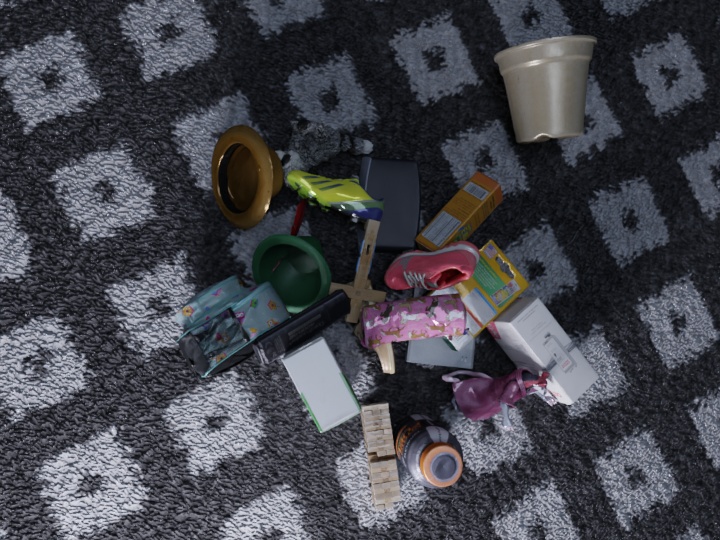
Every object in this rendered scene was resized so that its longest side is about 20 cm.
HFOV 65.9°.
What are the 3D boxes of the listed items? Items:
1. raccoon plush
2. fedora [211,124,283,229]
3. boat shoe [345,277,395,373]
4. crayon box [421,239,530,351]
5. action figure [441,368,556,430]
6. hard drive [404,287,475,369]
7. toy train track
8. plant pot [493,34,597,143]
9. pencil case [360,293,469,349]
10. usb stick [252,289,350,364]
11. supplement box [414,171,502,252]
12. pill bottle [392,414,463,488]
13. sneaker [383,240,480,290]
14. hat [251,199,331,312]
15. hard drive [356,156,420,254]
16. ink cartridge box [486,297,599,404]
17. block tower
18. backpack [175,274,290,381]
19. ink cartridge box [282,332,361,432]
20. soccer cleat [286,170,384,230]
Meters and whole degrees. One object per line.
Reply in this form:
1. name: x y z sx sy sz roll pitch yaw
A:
1. raccoon plush: -0.078 -0.218 1.111 0.200 0.097 0.134 11 91 -7
2. fedora: -0.207 -0.179 1.069 0.082 0.201 0.201 -15 88 -46
3. boat shoe: 0.018 0.115 1.113 0.064 0.071 0.200 -18 79 -4
4. crayon box: 0.223 0.050 1.117 0.200 0.052 0.126 -41 92 -8
5. action figure: 0.285 0.227 1.086 0.134 0.200 0.149 -11 69 -46
6. hard drive: 0.172 0.095 1.149 0.139 0.033 0.200 7 85 -7
7. toy train track: 0.000 0.000 1.071 0.115 0.033 0.200 11 95 -21
8. plant pot: 0.382 -0.361 1.145 0.200 0.200 0.184 -7 99 -8
9. pencil case: 0.097 0.095 1.037 0.200 0.083 0.087 -6 77 0
10. usb stick: -0.100 0.098 0.992 0.200 0.033 0.055 -31 119 -29
11. supplement box: 0.203 -0.105 1.140 0.200 0.067 0.069 -45 59 -7
12. pill bottle: 0.128 0.340 1.042 0.106 0.200 0.106 1 86 -8
13. sneaker: 0.128 0.003 1.064 0.200 0.087 0.074 -17 121 27
14. hat: -0.106 -0.040 1.126 0.166 0.176 0.200 28 125 3
15. hard drive: 0.061 -0.136 1.145 0.135 0.042 0.200 3 86 -7
16. ink cartridge box: 0.354 0.156 1.112 0.083 0.147 0.200 -39 92 -10
17. block tower: 0.039 0.361 1.102 0.054 0.058 0.200 -7 89 -8
18. backpack: -0.236 0.095 1.023 0.200 0.176 0.153 -25 86 -21
19. ink cartridge box: -0.073 0.196 1.026 0.083 0.200 0.147 -28 89 -6
20. soccer cleat: -0.045 -0.150 1.074 0.200 0.065 0.084 26 81 -14
